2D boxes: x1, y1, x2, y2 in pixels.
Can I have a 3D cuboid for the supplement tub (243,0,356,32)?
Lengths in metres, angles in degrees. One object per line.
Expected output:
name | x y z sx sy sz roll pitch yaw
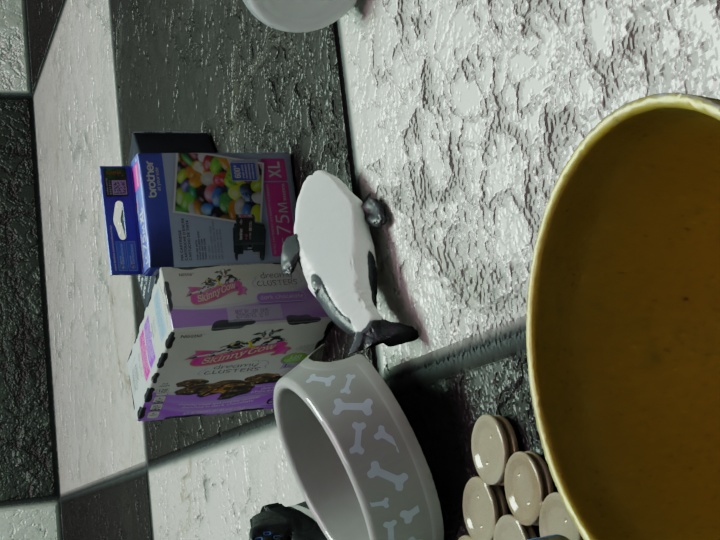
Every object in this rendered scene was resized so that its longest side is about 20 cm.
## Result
supplement tub | -0.074 -0.319 1.098 0.201 0.121 0.124 -113 31 -42

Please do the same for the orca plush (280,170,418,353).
orca plush | 0.000 0.000 1.062 0.105 0.071 0.200 -42 49 2

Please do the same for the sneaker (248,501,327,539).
sneaker | -0.044 0.273 1.093 0.200 0.110 0.074 -151 60 -64

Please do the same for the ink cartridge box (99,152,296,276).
ink cartridge box | -0.160 -0.058 1.227 0.042 0.197 0.121 146 119 -64

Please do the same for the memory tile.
memory tile | 0.108 0.218 0.847 0.153 0.017 0.203 -135 48 -58

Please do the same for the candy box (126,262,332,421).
candy box | -0.136 0.073 1.224 0.201 0.165 0.072 121 140 -53

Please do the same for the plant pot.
plant pot | 0.178 0.030 0.497 0.200 0.140 0.203 177 90 -67

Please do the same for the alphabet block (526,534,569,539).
alphabet block | 0.066 0.304 0.700 0.201 0.194 0.197 58 143 41

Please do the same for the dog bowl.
dog bowl | -0.008 0.159 0.992 0.201 0.058 0.202 52 155 37

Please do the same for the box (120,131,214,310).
box | -0.229 -0.059 1.515 0.201 0.103 0.149 -114 31 -42
